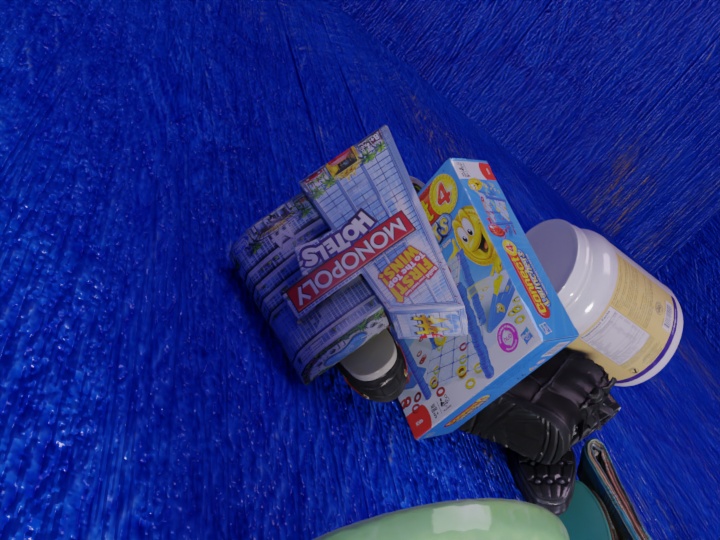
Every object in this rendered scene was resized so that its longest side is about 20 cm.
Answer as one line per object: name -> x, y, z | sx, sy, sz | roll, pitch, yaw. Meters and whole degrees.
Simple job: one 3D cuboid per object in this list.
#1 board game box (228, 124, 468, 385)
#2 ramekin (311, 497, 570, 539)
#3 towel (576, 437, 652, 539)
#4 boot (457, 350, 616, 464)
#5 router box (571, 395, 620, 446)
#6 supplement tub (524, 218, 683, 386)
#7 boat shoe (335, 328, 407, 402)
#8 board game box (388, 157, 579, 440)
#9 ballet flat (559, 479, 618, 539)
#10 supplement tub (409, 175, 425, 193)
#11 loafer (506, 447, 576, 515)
board game box -> 0.000, 0.000, 0.710 | 0.201, 0.198, 0.062 | 53, -6, 29
ramekin -> 0.027, 0.206, 0.379 | 0.198, 0.200, 0.099 | 25, 33, -39
towel -> 0.278, 0.265, 0.838 | 0.201, 0.021, 0.149 | 60, 5, -64
boot -> 0.177, 0.127, 0.865 | 0.195, 0.075, 0.161 | 24, 29, 28
router box -> 0.283, 0.153, 1.147 | 0.201, 0.062, 0.149 | 52, 23, 21
supplement tub -> 0.282, 0.040, 0.954 | 0.198, 0.146, 0.147 | 30, 23, -26
boat shoe -> -0.018, 0.050, 0.784 | 0.202, 0.073, 0.064 | 52, -8, 42
board game box -> 0.089, 0.031, 0.767 | 0.055, 0.200, 0.199 | -2, 57, -39
ballet flat -> 0.244, 0.310, 0.781 | 0.071, 0.068, 0.202 | 51, 16, -35
supplement tub -> 0.025, -0.055, 0.977 | 0.123, 0.123, 0.200 | 45, 20, 6
loafer -> 0.196, 0.210, 0.856 | 0.066, 0.072, 0.201 | 0, 19, 4
